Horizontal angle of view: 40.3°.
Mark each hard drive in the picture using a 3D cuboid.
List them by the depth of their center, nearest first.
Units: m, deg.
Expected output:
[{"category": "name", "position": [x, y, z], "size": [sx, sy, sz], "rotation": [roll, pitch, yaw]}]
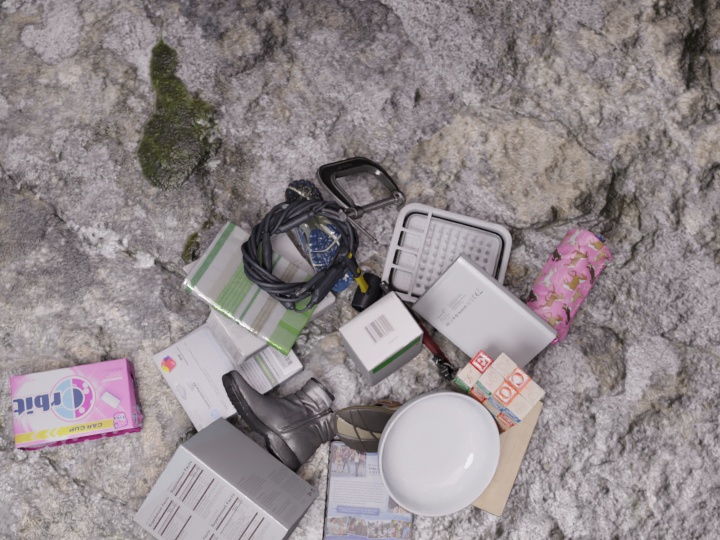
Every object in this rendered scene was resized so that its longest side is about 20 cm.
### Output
[{"category": "hard drive", "position": [0.200, 0.079, 1.588], "size": [0.200, 0.027, 0.132], "rotation": [40, 121, -3]}]

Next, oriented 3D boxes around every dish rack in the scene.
[{"category": "dish rack", "position": [0.145, -0.012, 1.663], "size": [0.199, 0.044, 0.172], "rotation": [15, 75, 3]}]

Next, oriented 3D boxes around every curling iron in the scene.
[{"category": "curling iron", "position": [0.097, 0.097, 1.614], "size": [0.026, 0.050, 0.200], "rotation": [-35, 90, 1]}]

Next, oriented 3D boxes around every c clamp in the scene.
[{"category": "c clamp", "position": [0.009, -0.123, 1.639], "size": [0.171, 0.027, 0.200], "rotation": [42, 35, 12]}]

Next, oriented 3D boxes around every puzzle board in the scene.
[{"category": "puzzle board", "position": [0.195, 0.279, 1.601], "size": [0.150, 0.017, 0.201], "rotation": [22, 75, 6]}]

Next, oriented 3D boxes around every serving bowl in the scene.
[{"category": "serving bowl", "position": [0.115, 0.279, 1.537], "size": [0.199, 0.066, 0.201], "rotation": [-3, 100, -16]}]

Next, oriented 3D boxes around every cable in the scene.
[{"category": "cable", "position": [-0.095, -0.037, 1.576], "size": [0.163, 0.051, 0.200], "rotation": [33, 67, 9]}]

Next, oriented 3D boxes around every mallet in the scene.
[{"category": "mallet", "position": [0.000, 0.000, 1.581], "size": [0.041, 0.200, 0.066], "rotation": [16, 64, 19]}]

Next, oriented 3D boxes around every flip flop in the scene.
[{"category": "flip flop", "position": [0.052, 0.239, 1.578], "size": [0.199, 0.058, 0.082], "rotation": [-8, 109, -13]}]

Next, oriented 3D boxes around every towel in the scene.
[{"category": "towel", "position": [-0.168, 0.029, 1.569], "size": [0.200, 0.031, 0.149], "rotation": [35, 58, -6]}]

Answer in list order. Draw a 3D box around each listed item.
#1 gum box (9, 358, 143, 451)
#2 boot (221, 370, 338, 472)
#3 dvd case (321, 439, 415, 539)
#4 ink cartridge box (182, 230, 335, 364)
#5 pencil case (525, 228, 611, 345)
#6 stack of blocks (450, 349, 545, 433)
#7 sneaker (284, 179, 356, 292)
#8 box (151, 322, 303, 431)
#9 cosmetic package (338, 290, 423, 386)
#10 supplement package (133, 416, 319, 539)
[{"category": "gum box", "position": [-0.453, 0.216, 1.580], "size": [0.199, 0.066, 0.114], "rotation": [-10, 75, -4]}, {"category": "boot", "position": [-0.121, 0.211, 1.568], "size": [0.132, 0.070, 0.200], "rotation": [-40, 102, -18]}, {"category": "dvd case", "position": [0.013, 0.375, 1.565], "size": [0.142, 0.018, 0.201], "rotation": [3, 75, 5]}, {"category": "ink cartridge box", "position": [-0.168, 0.031, 1.607], "size": [0.200, 0.045, 0.176], "rotation": [-30, 78, -33]}, {"category": "pencil case", "position": [0.341, 0.027, 1.637], "size": [0.083, 0.086, 0.200], "rotation": [42, 75, -30]}, {"category": "stack of blocks", "position": [0.208, 0.183, 1.515], "size": [0.115, 0.200, 0.059], "rotation": [42, 79, 9]}, {"category": "sneaker", "position": [-0.067, -0.053, 1.651], "size": [0.077, 0.085, 0.201], "rotation": [-20, 77, -15]}, {"category": "box", "position": [-0.217, 0.154, 1.614], "size": [0.200, 0.041, 0.156], "rotation": [-33, 77, -10]}, {"category": "cosmetic package", "position": [0.034, 0.111, 1.546], "size": [0.107, 0.200, 0.085], "rotation": [-35, 77, -5]}, {"category": "supplement package", "position": [-0.199, 0.356, 1.480], "size": [0.200, 0.152, 0.151], "rotation": [36, 105, 8]}]
